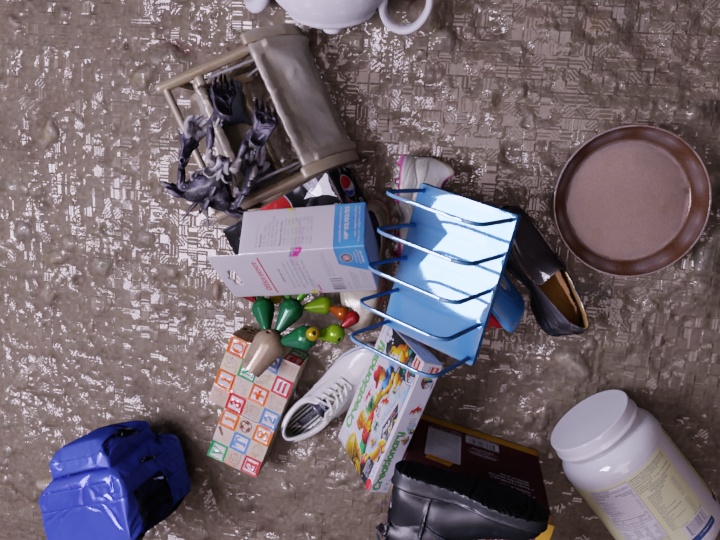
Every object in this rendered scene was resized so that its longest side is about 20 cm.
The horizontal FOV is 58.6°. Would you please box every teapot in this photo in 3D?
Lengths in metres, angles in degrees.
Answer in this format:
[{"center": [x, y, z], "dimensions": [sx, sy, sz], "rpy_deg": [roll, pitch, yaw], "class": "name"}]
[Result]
[{"center": [-0.035, -0.377, 0.824], "dimensions": [0.196, 0.200, 0.147], "rpy_deg": [-21, 138, -16], "class": "teapot"}]

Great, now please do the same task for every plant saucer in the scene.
[{"center": [0.360, -0.093, 0.862], "dimensions": [0.199, 0.034, 0.202], "rpy_deg": [2, 100, 10], "class": "plant saucer"}]

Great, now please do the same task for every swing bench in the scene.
[{"center": [-0.133, -0.202, 0.880], "dimensions": [0.199, 0.130, 0.200], "rpy_deg": [-25, 94, 14], "class": "swing bench"}]

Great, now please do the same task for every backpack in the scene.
[{"center": [-0.356, 0.316, 0.978], "dimensions": [0.161, 0.200, 0.169], "rpy_deg": [-9, 89, 15], "class": "backpack"}]

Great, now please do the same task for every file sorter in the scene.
[{"center": [0.085, 0.010, 0.783], "dimensions": [0.138, 0.122, 0.201], "rpy_deg": [23, 108, 28], "class": "file sorter"}]

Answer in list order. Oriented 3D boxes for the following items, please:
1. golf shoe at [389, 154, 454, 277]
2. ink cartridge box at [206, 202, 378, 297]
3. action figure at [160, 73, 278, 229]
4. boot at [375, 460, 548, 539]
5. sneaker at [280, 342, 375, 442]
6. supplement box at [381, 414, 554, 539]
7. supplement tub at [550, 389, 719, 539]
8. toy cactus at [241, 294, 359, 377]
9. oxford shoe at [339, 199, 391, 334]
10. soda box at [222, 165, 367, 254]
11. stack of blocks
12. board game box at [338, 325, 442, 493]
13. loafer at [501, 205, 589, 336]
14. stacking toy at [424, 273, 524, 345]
[{"center": [0.087, -0.060, 0.898], "dimensions": [0.091, 0.075, 0.202], "rpy_deg": [0, 107, -5], "class": "golf shoe"}, {"center": [-0.082, -0.023, 0.826], "dimensions": [0.198, 0.115, 0.068], "rpy_deg": [-4, 60, 9], "class": "ink cartridge box"}, {"center": [-0.167, -0.137, 0.781], "dimensions": [0.118, 0.103, 0.200], "rpy_deg": [23, 140, -18], "class": "action figure"}, {"center": [0.107, 0.327, 0.755], "dimensions": [0.197, 0.073, 0.164], "rpy_deg": [12, 98, 15], "class": "boot"}, {"center": [-0.040, 0.191, 0.964], "dimensions": [0.073, 0.071, 0.200], "rpy_deg": [43, 103, 0], "class": "sneaker"}, {"center": [0.143, 0.323, 0.889], "dimensions": [0.196, 0.200, 0.134], "rpy_deg": [17, 103, 7], "class": "supplement box"}, {"center": [0.369, 0.279, 0.870], "dimensions": [0.145, 0.145, 0.200], "rpy_deg": [-38, 92, 14], "class": "supplement tub"}, {"center": [-0.111, 0.074, 0.913], "dimensions": [0.199, 0.102, 0.166], "rpy_deg": [29, 79, 25], "class": "toy cactus"}, {"center": [0.000, 0.000, 0.921], "dimensions": [0.070, 0.074, 0.202], "rpy_deg": [6, 101, 8], "class": "oxford shoe"}, {"center": [-0.094, -0.075, 0.902], "dimensions": [0.199, 0.071, 0.064], "rpy_deg": [-25, 95, 28], "class": "soda box"}, {"center": [-0.171, 0.202, 0.995], "dimensions": [0.114, 0.059, 0.201], "rpy_deg": [23, 103, 5], "class": "stack of blocks"}, {"center": [0.037, 0.185, 0.890], "dimensions": [0.034, 0.126, 0.201], "rpy_deg": [14, 105, -27], "class": "board game box"}, {"center": [0.250, -0.002, 0.868], "dimensions": [0.073, 0.072, 0.201], "rpy_deg": [-35, 98, -14], "class": "loafer"}, {"center": [0.122, 0.067, 0.910], "dimensions": [0.200, 0.116, 0.110], "rpy_deg": [-37, 93, 28], "class": "stacking toy"}]
